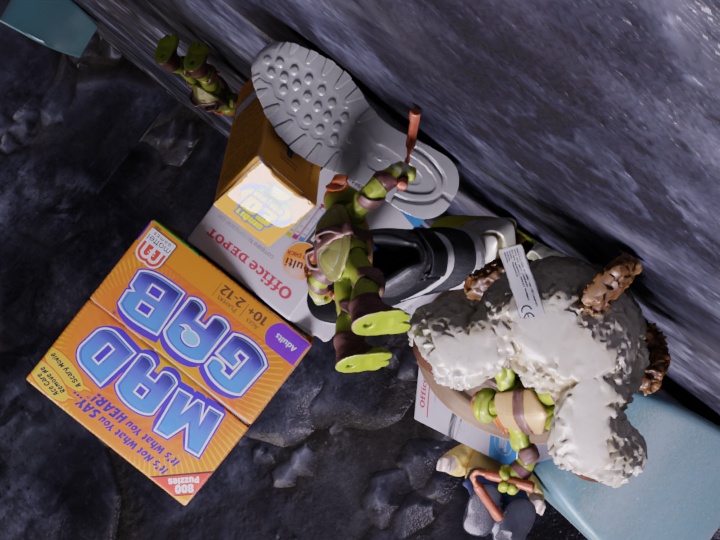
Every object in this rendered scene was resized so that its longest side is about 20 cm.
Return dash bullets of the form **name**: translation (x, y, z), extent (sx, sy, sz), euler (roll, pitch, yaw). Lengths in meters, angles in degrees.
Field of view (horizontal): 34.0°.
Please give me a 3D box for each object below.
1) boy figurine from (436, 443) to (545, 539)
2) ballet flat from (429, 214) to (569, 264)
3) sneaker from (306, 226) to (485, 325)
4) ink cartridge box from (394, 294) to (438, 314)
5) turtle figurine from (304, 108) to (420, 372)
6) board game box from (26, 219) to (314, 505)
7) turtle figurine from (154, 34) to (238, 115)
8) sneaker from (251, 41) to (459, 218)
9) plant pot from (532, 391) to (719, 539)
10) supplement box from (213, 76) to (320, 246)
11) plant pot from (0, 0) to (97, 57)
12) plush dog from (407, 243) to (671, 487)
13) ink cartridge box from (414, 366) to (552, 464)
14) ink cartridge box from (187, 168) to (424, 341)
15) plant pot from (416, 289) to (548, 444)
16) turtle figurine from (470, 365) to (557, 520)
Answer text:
- **boy figurine**: translation (0.139, 0.228, 1.280), extent (0.124, 0.065, 0.200), euler (22, -171, -3)
- **ballet flat**: translation (0.140, -0.009, 1.030), extent (0.200, 0.067, 0.067), euler (34, 156, 28)
- **sneaker**: translation (0.000, 0.000, 1.038), extent (0.200, 0.073, 0.112), euler (-20, 165, 39)
- **ink cartridge box**: translation (0.019, -0.042, 1.365), extent (0.200, 0.086, 0.148), euler (54, -179, 10)
- **turtle figurine**: translation (-0.003, -0.016, 0.891), extent (0.064, 0.200, 0.162), euler (12, -132, -28)
- **board game box**: translation (-0.186, 0.090, 1.232), extent (0.200, 0.200, 0.200), euler (38, 178, 0)
- **turtle figurine**: translation (-0.207, -0.249, 1.569), extent (0.200, 0.064, 0.161), euler (36, 177, 33)
- **sneaker**: translation (-0.009, -0.115, 0.983), extent (0.200, 0.076, 0.081), euler (39, -172, -11)
- **plant pot**: translation (0.290, 0.215, 1.341), extent (0.200, 0.197, 0.196), euler (34, 180, -11)
- **supplement box**: translation (-0.074, -0.110, 1.015), extent (0.067, 0.069, 0.200), euler (39, -153, -23)
- **plant pot**: translation (-0.738, -0.602, 2.821), extent (0.200, 0.142, 0.141), euler (30, -179, -17)
- **plush dog**: translation (0.156, 0.038, 0.886), extent (0.200, 0.161, 0.172), euler (33, -162, 6)
- **ink cartridge box**: translation (0.125, 0.126, 1.297), extent (0.067, 0.116, 0.200), euler (-9, -161, -40)
- **ink cartridge box**: translation (-0.046, -0.053, 1.220), extent (0.147, 0.200, 0.145), euler (37, 179, 19)
- **plant pot**: translation (0.161, 0.064, 1.158), extent (0.201, 0.201, 0.093), euler (37, 137, 21)
- **turtle figurine**: translation (0.155, 0.129, 1.029), extent (0.161, 0.200, 0.064), euler (1, -167, 45)
